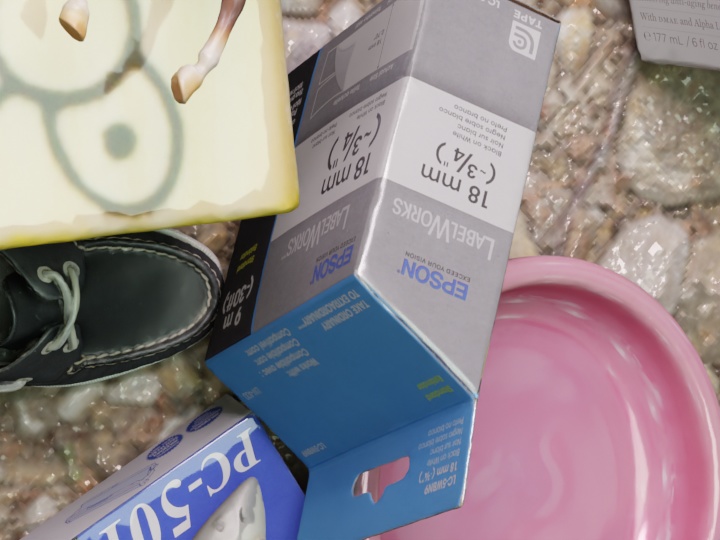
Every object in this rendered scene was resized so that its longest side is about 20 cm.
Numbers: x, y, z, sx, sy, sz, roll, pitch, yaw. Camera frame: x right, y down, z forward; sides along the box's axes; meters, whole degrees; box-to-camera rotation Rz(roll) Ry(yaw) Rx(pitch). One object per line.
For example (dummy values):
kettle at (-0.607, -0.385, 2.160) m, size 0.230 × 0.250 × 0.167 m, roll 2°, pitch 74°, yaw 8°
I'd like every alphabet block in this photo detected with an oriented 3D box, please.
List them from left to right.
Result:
alphabet block at (-0.143, -0.115, 0.836) m, size 0.194 × 0.196 × 0.201 m, roll -6°, pitch 98°, yaw -16°

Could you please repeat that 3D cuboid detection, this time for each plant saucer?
plant saucer at (0.070, 0.095, 0.984) m, size 0.200 × 0.051 × 0.202 m, roll 1°, pitch 88°, yaw -32°

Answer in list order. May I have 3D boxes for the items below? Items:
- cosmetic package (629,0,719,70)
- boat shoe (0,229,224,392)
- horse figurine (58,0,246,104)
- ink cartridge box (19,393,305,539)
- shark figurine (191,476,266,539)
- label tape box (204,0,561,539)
cosmetic package at (0.161, -0.189, 0.950) m, size 0.081 × 0.113 × 0.201 m, roll -25°, pitch 112°, yaw -27°
boat shoe at (-0.147, 0.013, 0.918) m, size 0.199 × 0.060 × 0.074 m, roll 3°, pitch 95°, yaw -18°
horse figurine at (-0.075, -0.149, 0.723) m, size 0.200 × 0.050 × 0.133 m, roll 42°, pitch 70°, yaw -11°
ink cartridge box at (-0.108, 0.149, 0.954) m, size 0.200 × 0.044 × 0.094 m, roll -34°, pitch 107°, yaw -12°
shark figurine at (-0.108, 0.181, 0.882) m, size 0.089 × 0.215 × 0.129 m, roll 17°, pitch 124°, yaw 18°
label tape box at (0.000, 0.000, 0.887) m, size 0.063 × 0.144 × 0.201 m, roll 22°, pitch 66°, yaw -20°
